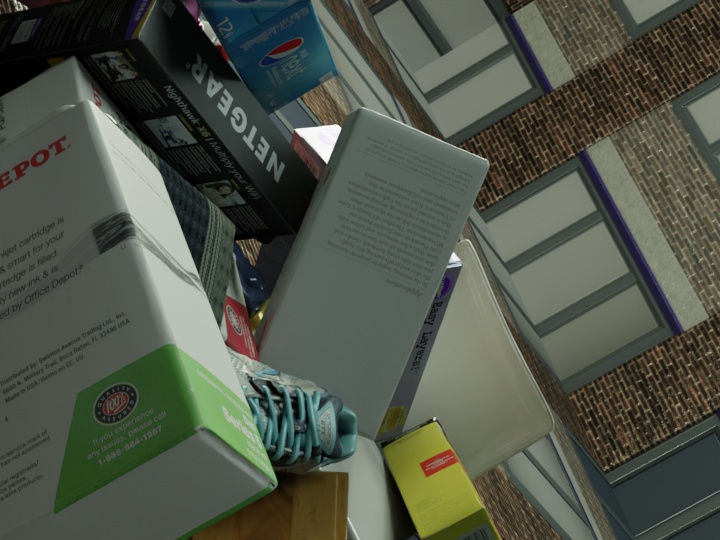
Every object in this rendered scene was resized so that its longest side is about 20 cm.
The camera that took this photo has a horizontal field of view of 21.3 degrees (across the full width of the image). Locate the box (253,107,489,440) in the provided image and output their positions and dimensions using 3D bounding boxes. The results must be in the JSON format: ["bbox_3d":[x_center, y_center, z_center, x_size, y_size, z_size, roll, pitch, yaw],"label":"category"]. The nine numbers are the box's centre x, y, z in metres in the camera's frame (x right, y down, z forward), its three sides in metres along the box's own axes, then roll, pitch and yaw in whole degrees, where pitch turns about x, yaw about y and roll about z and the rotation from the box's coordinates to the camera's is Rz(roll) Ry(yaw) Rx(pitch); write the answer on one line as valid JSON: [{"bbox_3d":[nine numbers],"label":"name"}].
[{"bbox_3d":[0.000,0.000,1.305,0.097,0.200,0.124,23,1,-5],"label":"box"}]

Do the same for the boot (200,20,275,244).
[{"bbox_3d":[-0.088,-0.099,1.462,0.144,0.072,0.200,30,-30,5],"label":"boot"}]

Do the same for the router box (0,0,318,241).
[{"bbox_3d":[-0.146,-0.097,1.289,0.200,0.157,0.052,53,46,-39],"label":"router box"}]

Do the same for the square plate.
[{"bbox_3d":[0.049,0.105,1.557,0.028,0.200,0.198,31,28,-49],"label":"square plate"}]

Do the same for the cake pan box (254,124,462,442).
[{"bbox_3d":[-0.013,0.009,1.532,0.052,0.185,0.200,-8,41,-36],"label":"cake pan box"}]

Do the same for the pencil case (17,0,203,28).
[{"bbox_3d":[-0.204,-0.209,1.330,0.200,0.087,0.083,35,-32,17],"label":"pencil case"}]

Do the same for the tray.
[{"bbox_3d":[-0.057,0.171,1.116,0.200,0.098,0.037,-90,-177,-72],"label":"tray"}]

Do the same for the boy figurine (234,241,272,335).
[{"bbox_3d":[-0.072,0.056,1.499,0.200,0.064,0.124,59,9,-12],"label":"boy figurine"}]

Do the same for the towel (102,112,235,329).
[{"bbox_3d":[-0.131,0.037,1.074,0.193,0.034,0.201,44,54,-67],"label":"towel"}]

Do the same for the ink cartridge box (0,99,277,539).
[{"bbox_3d":[-0.145,0.042,0.908,0.084,0.145,0.200,47,17,-54],"label":"ink cartridge box"}]

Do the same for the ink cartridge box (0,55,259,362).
[{"bbox_3d":[-0.154,-0.015,1.217,0.200,0.083,0.147,53,13,-40],"label":"ink cartridge box"}]

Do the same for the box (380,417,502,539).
[{"bbox_3d":[0.063,0.171,1.345,0.075,0.050,0.200,62,0,-14],"label":"box"}]

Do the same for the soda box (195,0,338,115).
[{"bbox_3d":[-0.065,-0.166,1.279,0.068,0.064,0.200,59,-1,9],"label":"soda box"}]

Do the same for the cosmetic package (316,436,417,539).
[{"bbox_3d":[-0.032,0.161,1.323,0.108,0.085,0.200,62,10,10],"label":"cosmetic package"}]

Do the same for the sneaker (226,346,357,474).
[{"bbox_3d":[-0.055,0.082,1.120,0.200,0.086,0.078,20,77,-72],"label":"sneaker"}]
